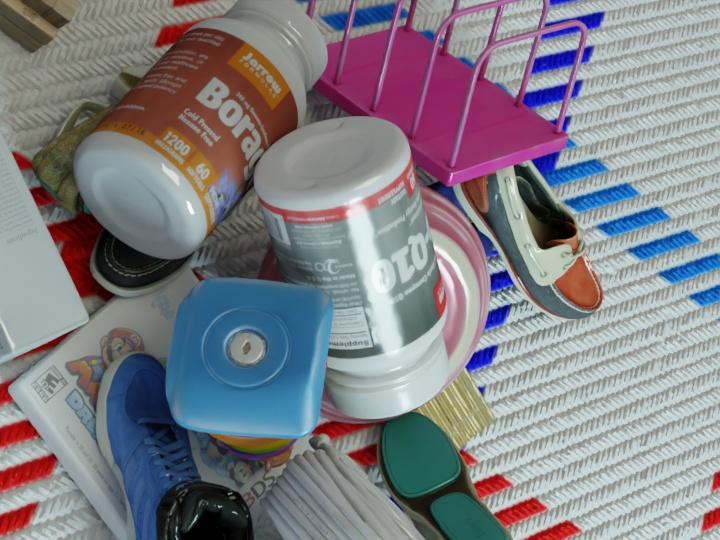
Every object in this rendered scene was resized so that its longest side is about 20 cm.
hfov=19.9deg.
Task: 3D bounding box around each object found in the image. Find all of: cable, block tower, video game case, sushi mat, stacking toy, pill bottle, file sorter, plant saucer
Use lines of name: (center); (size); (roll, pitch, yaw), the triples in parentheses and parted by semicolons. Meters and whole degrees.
cable: (0.014, 0.209, 1.438); (0.069, 0.200, 0.200); (-44, 89, -1)
block tower: (-0.217, -0.263, 1.571); (0.058, 0.054, 0.200); (37, 58, -24)
video game case: (-0.142, 0.113, 1.535); (0.182, 0.024, 0.200); (-43, 103, -38)
sushi mat: (0.037, 0.064, 1.692); (0.096, 0.012, 0.200); (-37, 100, -39)
stacking toy: (-0.073, 0.095, 1.481); (0.109, 0.200, 0.116); (5, 65, 6)
pill bottle: (0.000, 0.000, 1.486); (0.114, 0.114, 0.200); (-44, 131, -37)
file sorter: (0.065, -0.184, 1.651); (0.139, 0.126, 0.200); (-19, 45, -40)
pill bottle: (-0.110, -0.112, 1.494); (0.112, 0.112, 0.200); (48, 55, -16)
plant saucer: (0.016, 0.029, 1.601); (0.200, 0.051, 0.201); (-7, 109, -21)

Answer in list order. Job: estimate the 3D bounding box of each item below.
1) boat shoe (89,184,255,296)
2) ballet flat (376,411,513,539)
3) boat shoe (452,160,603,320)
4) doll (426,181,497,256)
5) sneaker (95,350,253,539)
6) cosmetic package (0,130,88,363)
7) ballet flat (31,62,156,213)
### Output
boat shoe: (-0.132, -0.058, 1.559); (0.076, 0.060, 0.200); (35, 50, 3)
ballet flat: (0.064, 0.189, 1.596); (0.069, 0.070, 0.200); (22, 21, -31)
boat shoe: (0.153, -0.030, 1.726); (0.200, 0.062, 0.071); (50, 48, -30)
doll: (0.043, -0.035, 1.690); (0.200, 0.048, 0.137); (-19, 94, -47)
sneaker: (-0.127, 0.148, 1.448); (0.077, 0.111, 0.201); (4, 74, -37)
cosmetic package: (-0.279, -0.032, 1.426); (0.074, 0.102, 0.200); (-26, 91, -39)
ballet flat: (-0.176, -0.118, 1.559); (0.071, 0.071, 0.200); (53, 50, -12)
